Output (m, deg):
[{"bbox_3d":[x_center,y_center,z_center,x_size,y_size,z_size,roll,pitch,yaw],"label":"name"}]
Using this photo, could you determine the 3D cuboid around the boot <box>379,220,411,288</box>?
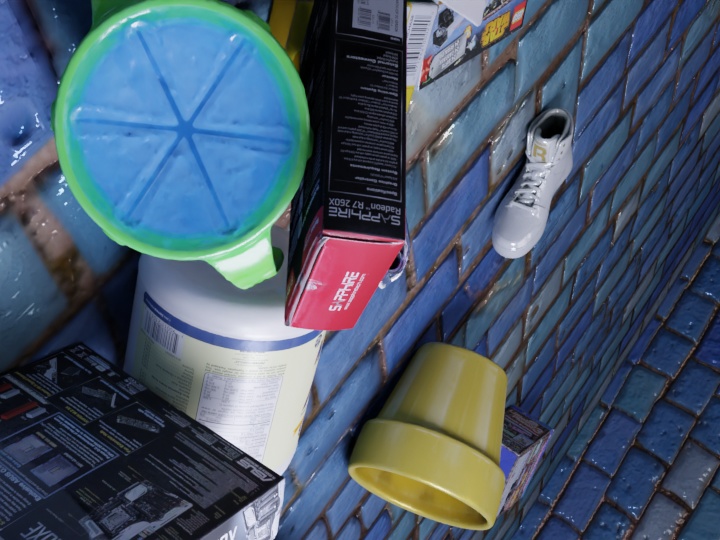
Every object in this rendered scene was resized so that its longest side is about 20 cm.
[{"bbox_3d":[0.000,0.000,0.890,0.073,0.089,0.202,-47,152,-27],"label":"boot"}]

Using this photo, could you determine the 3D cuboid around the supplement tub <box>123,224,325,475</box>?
[{"bbox_3d":[-0.106,0.077,0.702,0.144,0.143,0.203,-25,138,-51],"label":"supplement tub"}]

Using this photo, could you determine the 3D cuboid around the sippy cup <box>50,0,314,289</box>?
[{"bbox_3d":[-0.098,-0.087,0.542,0.130,0.136,0.182,-115,-144,-75],"label":"sippy cup"}]

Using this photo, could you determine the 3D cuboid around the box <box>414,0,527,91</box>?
[{"bbox_3d":[0.102,-0.267,0.870,0.199,0.039,0.139,-37,145,-42],"label":"box"}]

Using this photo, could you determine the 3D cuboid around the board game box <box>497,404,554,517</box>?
[{"bbox_3d":[0.268,0.369,1.785,0.199,0.096,0.162,-9,124,-60],"label":"board game box"}]

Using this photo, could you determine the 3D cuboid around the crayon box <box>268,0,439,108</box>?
[{"bbox_3d":[-0.021,-0.157,0.733,0.199,0.050,0.129,-21,134,-56],"label":"crayon box"}]

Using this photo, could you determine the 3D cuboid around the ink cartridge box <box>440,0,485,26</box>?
[{"bbox_3d":[0.121,-0.312,0.758,0.114,0.067,0.205,10,94,-55],"label":"ink cartridge box"}]

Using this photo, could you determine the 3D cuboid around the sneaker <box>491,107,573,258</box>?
[{"bbox_3d":[0.225,-0.124,1.229,0.202,0.072,0.116,-60,156,-26],"label":"sneaker"}]

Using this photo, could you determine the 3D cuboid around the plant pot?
[{"bbox_3d":[0.105,0.207,1.210,0.202,0.197,0.192,67,42,-60],"label":"plant pot"}]

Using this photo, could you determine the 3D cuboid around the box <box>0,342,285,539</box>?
[{"bbox_3d":[-0.168,0.130,0.570,0.157,0.197,0.051,-25,135,-52],"label":"box"}]

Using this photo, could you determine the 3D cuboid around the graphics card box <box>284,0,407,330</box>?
[{"bbox_3d":[-0.010,-0.081,0.556,0.126,0.050,0.204,118,-25,-62],"label":"graphics card box"}]
